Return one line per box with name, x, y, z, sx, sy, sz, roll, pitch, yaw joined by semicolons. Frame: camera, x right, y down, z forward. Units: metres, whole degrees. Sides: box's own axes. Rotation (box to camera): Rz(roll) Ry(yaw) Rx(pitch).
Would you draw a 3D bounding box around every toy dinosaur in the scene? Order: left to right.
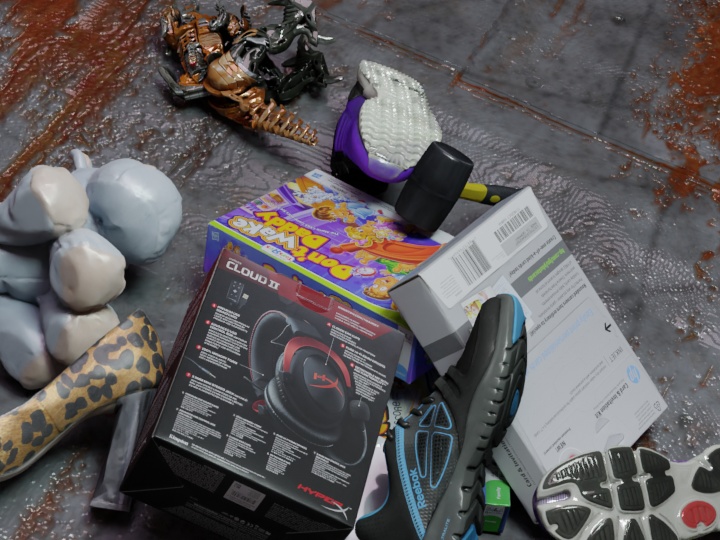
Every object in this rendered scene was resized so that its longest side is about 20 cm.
toy dinosaur;-0.094;-0.170;1.692;0.136;0.102;0.200;-30;75;-16

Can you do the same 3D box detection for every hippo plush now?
hippo plush;-0.215;-0.007;1.481;0.200;0.160;0.161;-12;8;37

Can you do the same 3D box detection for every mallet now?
mallet;0.086;-0.054;1.572;0.041;0.066;0.200;37;7;23

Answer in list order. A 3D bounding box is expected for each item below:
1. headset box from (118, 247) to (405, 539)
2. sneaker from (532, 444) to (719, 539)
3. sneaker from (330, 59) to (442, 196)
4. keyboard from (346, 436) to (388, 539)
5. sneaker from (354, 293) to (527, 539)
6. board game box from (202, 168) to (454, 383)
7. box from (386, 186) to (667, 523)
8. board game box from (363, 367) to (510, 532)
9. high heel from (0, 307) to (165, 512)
headset box;-0.061;0.088;1.357;0.148;0.075;0.200;25;46;-10
sneaker;0.196;0.168;1.387;0.200;0.083;0.081;3;74;-36
sneaker;0.013;-0.093;1.598;0.069;0.100;0.200;22;21;-9
keyboard;-0.009;0.202;1.347;0.056;0.011;0.200;24;58;13
sneaker;0.057;0.106;1.334;0.082;0.073;0.200;16;82;19
board game box;0.000;0.000;1.500;0.200;0.045;0.134;27;36;27
box;0.126;0.058;1.437;0.156;0.041;0.200;-38;96;-44
board game box;0.040;0.101;1.468;0.135;0.034;0.200;6;45;-5
high heel;-0.239;0.080;1.367;0.200;0.071;0.143;13;81;-13
